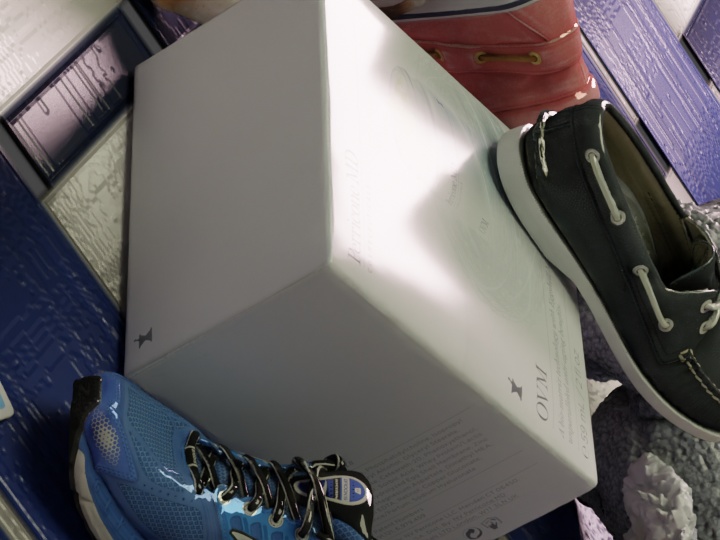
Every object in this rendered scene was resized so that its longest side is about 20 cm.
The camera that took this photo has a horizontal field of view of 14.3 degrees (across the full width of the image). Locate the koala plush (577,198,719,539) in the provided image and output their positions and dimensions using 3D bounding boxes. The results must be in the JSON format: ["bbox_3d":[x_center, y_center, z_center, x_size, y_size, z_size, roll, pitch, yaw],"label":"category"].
[{"bbox_3d":[0.164,0.073,1.516,0.177,0.184,0.200,5,71,-59],"label":"koala plush"}]

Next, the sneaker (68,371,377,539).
[{"bbox_3d":[-0.043,0.097,1.190,0.200,0.089,0.079,40,32,-35],"label":"sneaker"}]

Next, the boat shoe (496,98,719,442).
[{"bbox_3d":[0.143,0.002,1.374,0.200,0.060,0.076,48,36,-28],"label":"boat shoe"}]

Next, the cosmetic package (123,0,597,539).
[{"bbox_3d":[0.000,0.000,1.328,0.200,0.123,0.200,38,34,-36],"label":"cosmetic package"}]

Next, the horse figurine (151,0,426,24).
[{"bbox_3d":[-0.057,-0.145,1.395,0.200,0.133,0.050,40,40,-10],"label":"horse figurine"}]

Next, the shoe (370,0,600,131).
[{"bbox_3d":[0.030,-0.113,1.448,0.071,0.200,0.091,-39,118,-39],"label":"shoe"}]

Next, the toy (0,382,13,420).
[{"bbox_3d":[-0.190,0.009,1.061,0.200,0.047,0.115,-15,79,-63],"label":"toy"}]
